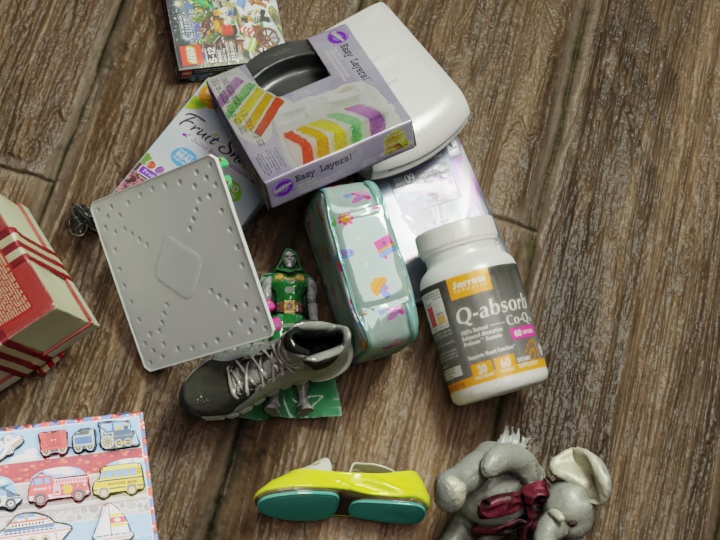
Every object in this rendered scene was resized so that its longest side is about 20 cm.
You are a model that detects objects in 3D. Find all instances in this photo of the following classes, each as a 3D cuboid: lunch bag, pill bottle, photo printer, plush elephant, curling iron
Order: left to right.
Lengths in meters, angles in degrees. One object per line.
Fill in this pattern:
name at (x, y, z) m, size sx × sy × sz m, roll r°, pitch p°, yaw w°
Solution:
curling iron at (-0.250, -0.017, 1.659) m, size 0.200 × 0.026 × 0.050 m, roll 31°, pitch 30°, yaw -3°
lunch bag at (0.000, 0.000, 1.638) m, size 0.077 × 0.160 × 0.200 m, roll -14°, pitch 80°, yaw -11°
photo printer at (0.022, -0.211, 1.752) m, size 0.166 × 0.069 × 0.200 m, roll -32°, pitch 72°, yaw -20°
pill bottle at (0.134, 0.045, 1.657) m, size 0.116 × 0.116 × 0.200 m, roll -14°, pitch 82°, yaw -16°
plush elephant at (0.183, 0.261, 1.576) m, size 0.155 × 0.165 × 0.200 m, roll 22°, pitch 40°, yaw 24°

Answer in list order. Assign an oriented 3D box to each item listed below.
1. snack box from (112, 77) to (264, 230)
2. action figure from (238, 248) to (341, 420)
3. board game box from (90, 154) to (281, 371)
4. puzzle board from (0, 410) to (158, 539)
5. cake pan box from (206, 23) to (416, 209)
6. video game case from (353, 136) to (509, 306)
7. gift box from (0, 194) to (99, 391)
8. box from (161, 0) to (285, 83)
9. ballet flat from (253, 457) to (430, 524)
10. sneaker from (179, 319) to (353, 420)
snack box at (-0.178, -0.110, 1.689) m, size 0.142 × 0.053 × 0.200 m, roll 35°, pitch 62°, yaw 1°
action figure at (-0.082, 0.068, 1.653) m, size 0.118 × 0.055 × 0.200 m, roll 1°, pitch 66°, yaw -8°
board game box at (-0.190, -0.006, 1.568) m, size 0.026 × 0.200 × 0.200 m, roll -20°, pitch 92°, yaw -53°
puzzle board at (-0.325, 0.236, 1.560) m, size 0.199 × 0.017 × 0.151 m, roll -6°, pitch 72°, yaw -13°
cake pan box at (-0.059, -0.180, 1.643) m, size 0.184 × 0.052 × 0.200 m, roll -21°, pitch 51°, yaw -10°
video game case at (0.086, -0.066, 1.753) m, size 0.143 × 0.019 × 0.200 m, roll -18°, pitch 74°, yaw -17°
gift box at (-0.413, 0.030, 1.531) m, size 0.200 × 0.187 × 0.185 m, roll -29°, pitch 80°, yaw 1°
box at (-0.175, -0.334, 1.784) m, size 0.136 × 0.038 × 0.200 m, roll -8°, pitch 72°, yaw -14°
ballet flat at (-0.021, 0.241, 1.603) m, size 0.199 × 0.067 × 0.067 m, roll 5°, pitch 48°, yaw -12°
sneaker at (-0.100, 0.095, 1.550) m, size 0.200 × 0.116 × 0.075 m, roll -20°, pitch 76°, yaw -12°
